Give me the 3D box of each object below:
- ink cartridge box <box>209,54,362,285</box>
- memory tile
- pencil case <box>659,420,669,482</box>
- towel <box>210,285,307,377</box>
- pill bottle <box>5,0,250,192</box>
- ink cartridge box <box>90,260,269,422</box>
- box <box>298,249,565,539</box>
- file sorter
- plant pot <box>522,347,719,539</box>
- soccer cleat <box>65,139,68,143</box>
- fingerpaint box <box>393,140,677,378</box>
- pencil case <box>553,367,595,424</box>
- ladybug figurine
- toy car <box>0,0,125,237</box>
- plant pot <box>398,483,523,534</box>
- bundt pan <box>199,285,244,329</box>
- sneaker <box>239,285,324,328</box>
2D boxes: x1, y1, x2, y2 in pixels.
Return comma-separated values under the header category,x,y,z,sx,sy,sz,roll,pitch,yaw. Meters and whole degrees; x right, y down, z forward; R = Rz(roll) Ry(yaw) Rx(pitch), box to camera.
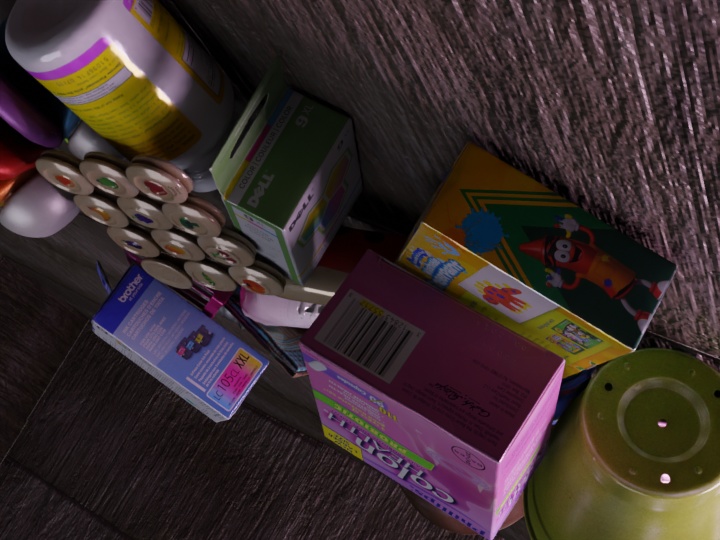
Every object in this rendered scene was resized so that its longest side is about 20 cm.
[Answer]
category,x,y,z,sx,sy,sz,roll,pitch,yaw
ink cartridge box,-0.052,-0.071,0.904,0.059,0.104,0.200,27,166,11
memory tile,-0.160,-0.034,0.942,0.153,0.017,0.200,7,154,33
pencil case,0.267,0.194,1.227,0.083,0.086,0.200,64,161,-5
towel,-0.090,0.040,1.305,0.200,0.022,0.146,43,-152,25
pill bottle,-0.167,-0.143,0.886,0.104,0.104,0.200,19,162,41
ink cartridge box,-0.200,0.069,1.190,0.200,0.076,0.136,35,166,-5
box,0.057,0.105,0.927,0.176,0.097,0.200,30,158,18
file sorter,-0.157,-0.045,1.159,0.125,0.139,0.200,35,166,-5
plant pot,0.244,0.164,0.986,0.200,0.201,0.193,26,153,19
soccer cleat,-0.272,-0.159,1.157,0.081,0.068,0.200,50,161,-21
fingerpaint box,0.116,0.001,0.860,0.167,0.073,0.200,31,167,2
pencil case,0.167,0.088,1.060,0.087,0.078,0.200,33,168,14
ladybug figurine,0.000,0.000,1.040,0.199,0.072,0.136,9,179,10
toy car,-0.286,-0.133,0.954,0.175,0.200,0.150,46,-170,2
plant pot,0.104,0.190,1.274,0.186,0.187,0.200,25,173,21
bundt pan,-0.122,0.046,1.472,0.201,0.076,0.202,32,178,1
sneaker,-0.037,0.032,1.241,0.199,0.077,0.080,7,-176,-39
